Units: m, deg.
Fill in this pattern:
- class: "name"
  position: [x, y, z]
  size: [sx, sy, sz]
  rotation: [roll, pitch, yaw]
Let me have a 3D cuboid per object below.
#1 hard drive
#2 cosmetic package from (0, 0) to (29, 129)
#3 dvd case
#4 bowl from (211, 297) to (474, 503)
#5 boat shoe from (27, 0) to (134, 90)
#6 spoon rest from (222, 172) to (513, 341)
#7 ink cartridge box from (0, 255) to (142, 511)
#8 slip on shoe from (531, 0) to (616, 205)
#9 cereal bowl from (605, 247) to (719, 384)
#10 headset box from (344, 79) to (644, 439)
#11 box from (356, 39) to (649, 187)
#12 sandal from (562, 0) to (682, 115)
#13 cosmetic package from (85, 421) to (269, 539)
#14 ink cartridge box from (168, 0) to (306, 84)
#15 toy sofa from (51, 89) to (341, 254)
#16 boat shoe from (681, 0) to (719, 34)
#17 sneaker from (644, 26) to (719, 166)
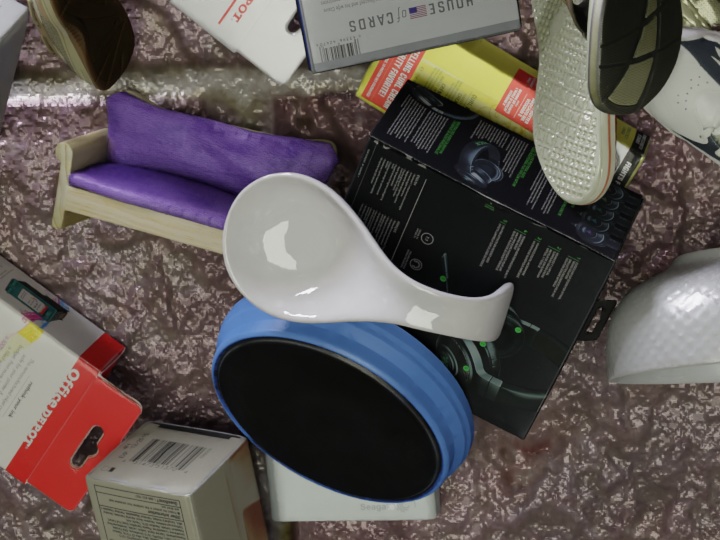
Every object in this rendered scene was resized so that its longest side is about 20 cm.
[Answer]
- class: "hard drive"
  position: [-0.012, 0.091, 1.596]
  size: [0.130, 0.026, 0.202]
  rotation: [-2, 104, 12]
- class: "cosmetic package"
  position: [-0.373, -0.133, 1.508]
  size: [0.199, 0.168, 0.167]
  rotation: [29, 134, 3]
- class: "dvd case"
  position: [0.019, -0.244, 1.403]
  size: [0.149, 0.025, 0.202]
  rotation: [-12, 107, -5]
- class: "bowl"
  position: [-0.017, 0.095, 1.503]
  size: [0.199, 0.040, 0.201]
  rotation: [20, 146, 14]
- class: "boat shoe"
  position: [-0.213, -0.205, 1.485]
  size: [0.065, 0.201, 0.072]
  rotation: [26, 67, 21]
- class: "spoon rest"
  position: [0.000, 0.000, 1.397]
  size: [0.198, 0.061, 0.100]
  rotation: [18, 107, 10]
- class: "ink cartridge box"
  position: [-0.265, 0.078, 1.622]
  size: [0.199, 0.067, 0.117]
  rotation: [36, 110, 0]
- class: "slip on shoe"
  position: [0.156, -0.134, 1.428]
  size: [0.061, 0.202, 0.074]
  rotation: [19, 145, -30]
- class: "cereal bowl"
  position: [0.263, 0.029, 1.442]
  size: [0.198, 0.200, 0.084]
  rotation: [-6, 82, 13]
- class: "headset box"
  position: [0.080, -0.004, 1.463]
  size: [0.199, 0.093, 0.175]
  rotation: [26, 127, 5]
- class: "box"
  position: [0.101, -0.109, 1.495]
  size: [0.199, 0.050, 0.076]
  rotation: [32, 112, 2]
- class: "sandal"
  position: [0.163, -0.197, 1.379]
  size: [0.057, 0.079, 0.203]
  rotation: [-18, 71, 48]
- class: "cosmetic package"
  position: [-0.127, 0.225, 1.594]
  size: [0.103, 0.087, 0.202]
  rotation: [7, 119, 30]
- class: "ink cartridge box"
  position: [-0.095, -0.239, 1.499]
  size: [0.200, 0.067, 0.116]
  rotation: [39, 109, 0]
- class: "toy sofa"
  position: [-0.119, -0.061, 1.534]
  size: [0.198, 0.083, 0.099]
  rotation: [16, 107, 15]
- class: "boat shoe"
  position: [0.206, -0.235, 1.442]
  size: [0.065, 0.073, 0.201]
  rotation: [-34, 101, 8]
- class: "sneaker"
  position: [0.271, -0.080, 1.399]
  size: [0.199, 0.130, 0.080]
  rotation: [37, 106, -27]
